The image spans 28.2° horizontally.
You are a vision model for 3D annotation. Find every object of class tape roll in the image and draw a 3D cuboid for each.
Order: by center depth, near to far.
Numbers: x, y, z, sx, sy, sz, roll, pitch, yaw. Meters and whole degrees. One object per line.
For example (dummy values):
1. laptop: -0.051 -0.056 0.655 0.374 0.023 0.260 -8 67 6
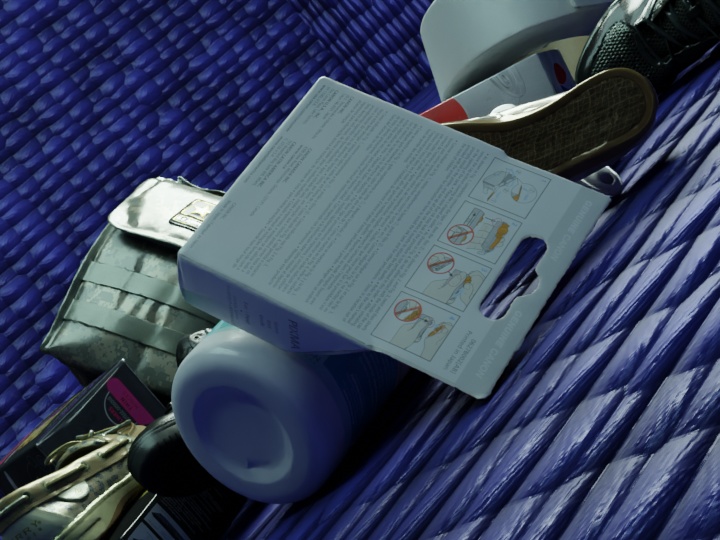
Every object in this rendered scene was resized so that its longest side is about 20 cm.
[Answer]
1. tape roll: 0.153 -0.199 1.202 0.200 0.072 0.203 -15 -17 -5

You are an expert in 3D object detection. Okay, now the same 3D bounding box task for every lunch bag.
1. lunch bag: -0.149 0.018 1.227 0.202 0.162 0.118 -66 -23 -18

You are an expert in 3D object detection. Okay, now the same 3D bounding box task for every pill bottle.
1. pill bottle: -0.024 0.044 0.896 0.110 0.111 0.200 -36 9 41

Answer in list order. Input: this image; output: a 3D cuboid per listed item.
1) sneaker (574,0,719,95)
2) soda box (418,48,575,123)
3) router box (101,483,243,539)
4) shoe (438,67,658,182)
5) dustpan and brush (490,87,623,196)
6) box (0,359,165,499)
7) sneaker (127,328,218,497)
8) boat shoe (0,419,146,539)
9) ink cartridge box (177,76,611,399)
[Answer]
1. sneaker: 0.234 -0.184 1.022 0.198 0.077 0.114 -35 1 15
2. soda box: 0.080 -0.107 1.164 0.198 0.064 0.068 -25 1 26
3. router box: -0.175 0.206 0.987 0.199 0.052 0.157 -39 7 29
4. shoe: 0.092 -0.066 0.897 0.197 0.071 0.053 -19 -12 9
5. dustpan and brush: 0.128 -0.077 0.980 0.138 0.058 0.200 -28 36 -9
6. box: -0.222 0.172 1.182 0.106 0.123 0.200 -46 8 -33
7. sneaker: -0.101 0.085 0.977 0.198 0.104 0.061 -15 -49 -46
8. boat shoe: -0.185 0.140 0.959 0.073 0.063 0.200 -41 5 13
9. ink cartridge box: 0.019 -0.014 0.815 0.162 0.198 0.050 -53 -22 -30
